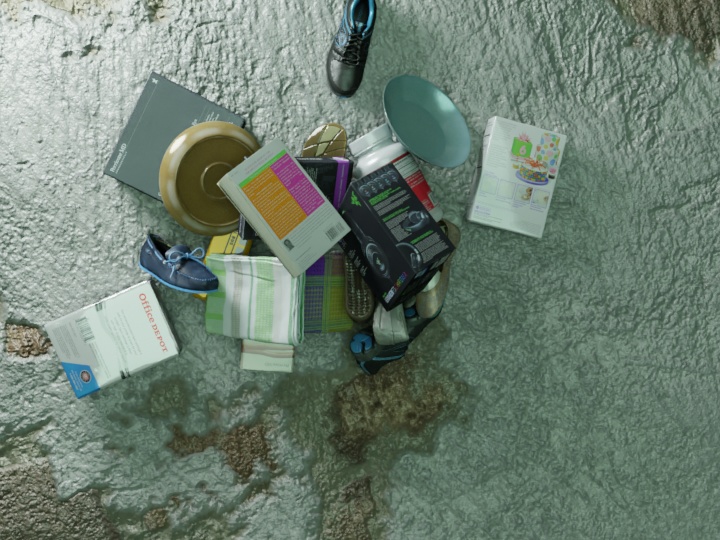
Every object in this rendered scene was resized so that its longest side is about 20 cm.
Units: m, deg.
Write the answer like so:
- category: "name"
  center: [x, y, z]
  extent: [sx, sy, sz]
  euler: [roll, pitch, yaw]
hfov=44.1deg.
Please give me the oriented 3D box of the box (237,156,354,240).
- category: "box"
  center: [-0.114, -0.128, 1.566]
  extent: [0.199, 0.036, 0.144]
  euler: [-3, 114, -28]

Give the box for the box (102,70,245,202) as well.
- category: "box"
  center: [-0.327, -0.219, 1.583]
  extent: [0.181, 0.104, 0.201]
  euler: [27, 90, -9]

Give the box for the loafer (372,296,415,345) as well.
- category: "loafer"
  center: [0.067, 0.047, 1.618]
  extent: [0.069, 0.070, 0.201]
  euler: [0, 56, 11]

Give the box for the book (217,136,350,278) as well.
- category: "book"
  center: [-0.122, -0.107, 1.473]
  extent: [0.134, 0.048, 0.200]
  euler: [-42, 98, -32]

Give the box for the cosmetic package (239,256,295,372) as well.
- category: "cosmetic package"
  center: [-0.165, 0.079, 1.626]
  extent: [0.102, 0.087, 0.202]
  euler: [3, 93, -7]

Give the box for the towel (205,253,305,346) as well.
- category: "towel"
  center: [-0.187, 0.049, 1.536]
  extent: [0.199, 0.031, 0.151]
  euler: [5, 95, 27]

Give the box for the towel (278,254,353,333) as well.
- category: "towel"
  center: [-0.078, 0.042, 1.608]
  extent: [0.199, 0.023, 0.145]
  euler: [-2, 97, -47]

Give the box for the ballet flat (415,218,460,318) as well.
- category: "ballet flat"
  center: [0.130, -0.011, 1.629]
  extent: [0.067, 0.068, 0.201]
  euler: [46, 50, -42]

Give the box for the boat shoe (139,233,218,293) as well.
- category: "boat shoe"
  center: [-0.326, -0.014, 1.558]
  extent: [0.199, 0.084, 0.069]
  euler: [20, 106, 32]

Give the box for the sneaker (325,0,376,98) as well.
- category: "sneaker"
  center: [-0.017, -0.416, 1.614]
  extent: [0.073, 0.082, 0.202]
  euler: [10, 94, -8]

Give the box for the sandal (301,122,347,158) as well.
- category: "sandal"
  center: [-0.068, -0.175, 1.640]
  extent: [0.080, 0.054, 0.202]
  euler: [13, 108, 12]

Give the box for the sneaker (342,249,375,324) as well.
- category: "sneaker"
  center: [0.000, 0.000, 1.635]
  extent: [0.070, 0.076, 0.202]
  euler: [6, 73, 4]

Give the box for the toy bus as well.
- category: "toy bus"
  center: [-0.243, -0.039, 1.623]
  extent: [0.078, 0.065, 0.201]
  euler: [19, 91, -8]

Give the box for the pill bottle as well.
- category: "pill bottle"
  center: [0.059, -0.160, 1.623]
  extent: [0.112, 0.112, 0.201]
  euler: [-30, 95, -3]

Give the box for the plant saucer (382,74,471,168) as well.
- category: "plant saucer"
  center: [0.113, -0.263, 1.619]
  extent: [0.200, 0.039, 0.202]
  euler: [20, 51, -27]

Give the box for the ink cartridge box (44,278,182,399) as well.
- category: "ink cartridge box"
  center: [-0.440, 0.120, 1.601]
  extent: [0.199, 0.084, 0.147]
  euler: [-23, 95, -5]

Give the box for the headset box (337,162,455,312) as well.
- category: "headset box"
  center: [0.045, -0.060, 1.518]
  extent: [0.092, 0.174, 0.201]
  euler: [-30, 77, -25]

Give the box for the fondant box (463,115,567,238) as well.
- category: "fondant box"
  center: [0.290, -0.173, 1.674]
  extent: [0.143, 0.058, 0.202]
  euler: [14, 93, -7]

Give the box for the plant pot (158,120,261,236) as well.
- category: "plant pot"
  center: [-0.246, -0.155, 1.533]
  extent: [0.199, 0.027, 0.202]
  euler: [-8, 107, -26]

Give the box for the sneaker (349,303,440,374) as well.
- category: "sneaker"
  center: [0.071, 0.114, 1.666]
  extent: [0.199, 0.073, 0.082]
  euler: [-33, 132, -11]
